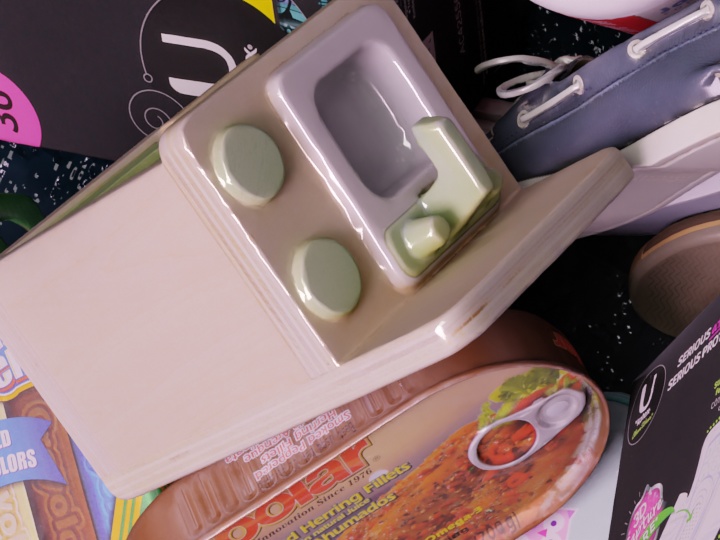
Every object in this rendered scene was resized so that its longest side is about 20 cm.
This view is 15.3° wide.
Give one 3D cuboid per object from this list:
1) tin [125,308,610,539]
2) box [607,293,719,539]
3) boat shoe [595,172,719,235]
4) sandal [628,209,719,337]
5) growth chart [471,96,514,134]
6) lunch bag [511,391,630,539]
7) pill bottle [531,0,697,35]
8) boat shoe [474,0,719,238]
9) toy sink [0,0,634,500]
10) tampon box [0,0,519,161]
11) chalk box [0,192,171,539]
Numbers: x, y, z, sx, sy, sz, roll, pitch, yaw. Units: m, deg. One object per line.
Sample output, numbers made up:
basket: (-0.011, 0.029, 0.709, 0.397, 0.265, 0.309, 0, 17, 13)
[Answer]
tin: (0.000, 0.086, 1.008, 0.199, 0.112, 0.042, -33, 55, 7)
box: (0.172, 0.117, 0.948, 0.124, 0.148, 0.201, 128, 159, -52)
boat shoe: (0.147, -0.061, 1.041, 0.200, 0.070, 0.067, -24, 68, 59)
sandal: (0.193, 0.031, 1.038, 0.199, 0.054, 0.081, 20, 142, 21)
growth chart: (0.000, 0.000, 1.105, 0.144, 0.018, 0.201, 16, 65, 17)
lunch bag: (0.083, 0.161, 1.054, 0.160, 0.077, 0.201, -25, 60, 3)
pill bottle: (0.106, -0.147, 1.020, 0.112, 0.200, 0.113, 0, 89, 26)
boat shoe: (0.090, -0.056, 1.005, 0.200, 0.075, 0.062, -25, 69, 54)
toy sink: (-0.025, -0.019, 0.967, 0.200, 0.130, 0.112, -26, 103, 46)
tampon box: (-0.054, -0.132, 1.087, 0.199, 0.126, 0.151, 10, 129, 25)
chalk box: (-0.123, 0.057, 1.168, 0.123, 0.125, 0.201, -19, 82, 24)
